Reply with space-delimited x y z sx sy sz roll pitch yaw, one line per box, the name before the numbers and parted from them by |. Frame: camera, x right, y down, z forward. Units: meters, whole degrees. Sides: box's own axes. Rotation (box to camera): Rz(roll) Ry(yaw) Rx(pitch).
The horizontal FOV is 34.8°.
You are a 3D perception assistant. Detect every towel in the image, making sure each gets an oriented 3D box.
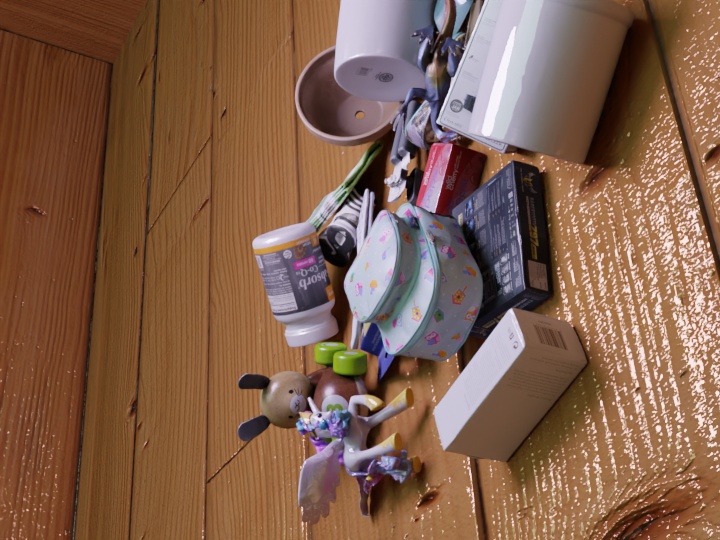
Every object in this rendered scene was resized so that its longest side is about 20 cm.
towel | -0.042 -0.139 2.058 0.200 0.031 0.149 -47 8 50

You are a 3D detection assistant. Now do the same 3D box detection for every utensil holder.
utensil holder | 0.045 -0.406 1.917 0.170 0.169 0.201 -28 52 57
utensil holder | 0.240 -0.252 1.469 0.170 0.169 0.201 32 109 63

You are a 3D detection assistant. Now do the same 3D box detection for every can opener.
can opener | 0.081 -0.189 1.890 0.053 0.066 0.201 -40 34 50

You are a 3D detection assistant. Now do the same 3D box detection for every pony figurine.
pony figurine | -0.008 0.275 1.723 0.200 0.166 0.194 -15 76 35

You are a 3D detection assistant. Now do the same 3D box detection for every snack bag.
snack bag | 0.000 0.000 1.873 0.200 0.021 0.189 98 176 -53

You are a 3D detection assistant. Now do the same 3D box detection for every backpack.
backpack | 0.075 0.022 1.573 0.176 0.153 0.200 -60 37 28

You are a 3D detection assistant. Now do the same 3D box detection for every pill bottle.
pill bottle | -0.109 0.025 2.014 0.116 0.116 0.201 3 111 64

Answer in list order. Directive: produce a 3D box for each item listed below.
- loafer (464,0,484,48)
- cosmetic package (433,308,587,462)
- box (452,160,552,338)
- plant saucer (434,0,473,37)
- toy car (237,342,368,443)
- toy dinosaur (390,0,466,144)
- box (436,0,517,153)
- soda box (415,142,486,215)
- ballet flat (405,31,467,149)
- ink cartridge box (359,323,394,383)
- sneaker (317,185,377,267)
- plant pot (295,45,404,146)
loafer | 0.186 -0.327 1.717 0.067 0.076 0.201 -25 54 51
cosmetic package | 0.185 0.148 1.446 0.200 0.101 0.074 -56 31 33
box | 0.191 -0.027 1.580 0.158 0.051 0.201 -40 43 50
plant saucer | 0.159 -0.461 1.818 0.200 0.036 0.201 -160 90 -82
toy car | -0.100 0.211 1.841 0.158 0.199 0.165 -165 74 -65
toy dinosaur | 0.133 -0.283 1.741 0.200 0.105 0.182 -60 -24 -26
box | 0.201 -0.277 1.612 0.116 0.060 0.201 26 107 20
soda box | 0.124 -0.089 1.735 0.070 0.063 0.201 16 92 65
ballet flat | 0.141 -0.275 1.811 0.201 0.072 0.072 -62 29 27
ink cartridge box | 0.029 0.057 1.800 0.198 0.047 0.201 111 167 -70
sneaker | -0.018 -0.080 2.041 0.116 0.076 0.200 -55 4 -20
plant pot | -0.009 -0.297 2.031 0.093 0.200 0.202 62 -151 -65
